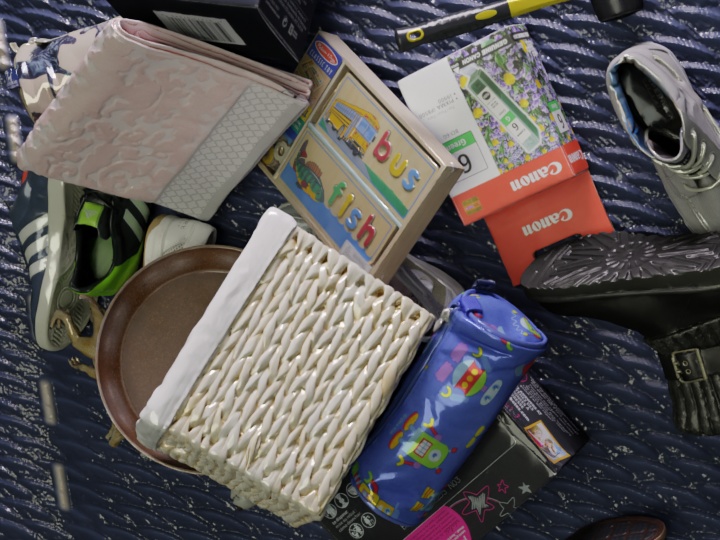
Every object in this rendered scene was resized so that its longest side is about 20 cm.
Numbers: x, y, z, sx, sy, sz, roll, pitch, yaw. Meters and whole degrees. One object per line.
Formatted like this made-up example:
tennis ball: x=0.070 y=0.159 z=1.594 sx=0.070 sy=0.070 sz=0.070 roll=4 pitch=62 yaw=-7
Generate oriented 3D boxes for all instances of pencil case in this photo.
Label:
pencil case: x=0.064 y=0.106 z=1.288 sx=0.087 sy=0.078 sz=0.200 roll=27 pitch=110 yaw=-15
pencil case: x=-0.210 y=-0.190 z=1.438 sx=0.200 sy=0.078 sz=0.090 roll=-20 pitch=106 yaw=9

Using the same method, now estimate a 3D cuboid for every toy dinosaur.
toy dinosaur: x=-0.236 y=0.068 z=1.500 sx=0.101 sy=0.058 sz=0.200 roll=39 pitch=147 yaw=40

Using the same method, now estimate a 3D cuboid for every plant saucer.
plant saucer: x=-0.130 y=0.079 z=1.428 sx=0.200 sy=0.034 sz=0.201 roll=0 pitch=81 yaw=-1

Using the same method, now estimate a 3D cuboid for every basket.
basket: x=-0.064 y=0.083 z=1.310 sx=0.161 sy=0.198 sz=0.200 roll=30 pitch=76 yaw=-2

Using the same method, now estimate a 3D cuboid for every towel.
towel: x=-0.168 y=-0.122 z=1.387 sx=0.200 sy=0.191 sz=0.032 roll=-44 pitch=41 yaw=42

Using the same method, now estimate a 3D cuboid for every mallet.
mallet: x=0.123 y=-0.220 z=1.299 sx=0.200 sy=0.041 sz=0.066 roll=-9 pitch=93 yaw=-2

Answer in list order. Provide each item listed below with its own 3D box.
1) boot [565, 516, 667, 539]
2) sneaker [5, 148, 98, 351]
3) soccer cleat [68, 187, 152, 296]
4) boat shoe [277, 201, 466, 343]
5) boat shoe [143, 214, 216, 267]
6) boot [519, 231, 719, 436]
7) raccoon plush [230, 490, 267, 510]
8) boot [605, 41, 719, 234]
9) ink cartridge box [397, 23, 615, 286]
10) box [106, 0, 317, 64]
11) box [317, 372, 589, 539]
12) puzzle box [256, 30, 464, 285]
boot: x=0.196 y=0.282 z=1.408 sx=0.200 sy=0.075 sz=0.097 roll=-28 pitch=102 yaw=33
sneaker: x=-0.297 y=-0.026 z=1.544 sx=0.084 sy=0.075 sz=0.200 roll=15 pitch=104 yaw=30
soccer cleat: x=-0.224 y=-0.070 z=1.491 sx=0.067 sy=0.081 sz=0.200 roll=15 pitch=104 yaw=19
boat shoe: x=0.000 y=0.002 z=1.422 sx=0.202 sy=0.065 sz=0.075 roll=32 pitch=111 yaw=15
boat shoe: x=-0.162 y=0.051 z=1.499 sx=0.069 sy=0.071 sz=0.200 roll=8 pitch=105 yaw=18
boot: x=0.240 y=0.055 z=1.321 sx=0.211 sy=0.079 sz=0.158 roll=0 pitch=122 yaw=37
raccoon plush: x=-0.073 y=0.124 z=1.471 sx=0.134 sy=0.097 sz=0.200 roll=32 pitch=112 yaw=5
boot: x=0.254 y=-0.086 z=1.280 sx=0.074 sy=0.096 sz=0.200 roll=-34 pitch=87 yaw=25
ink cartridge box: x=0.124 y=-0.092 z=1.358 sx=0.109 sy=0.050 sz=0.200 roll=-24 pitch=91 yaw=25
box: x=-0.105 y=-0.287 z=1.340 sx=0.148 sy=0.104 sz=0.200 roll=10 pitch=75 yaw=21
box: x=0.072 y=0.170 z=1.403 sx=0.200 sy=0.115 sz=0.132 roll=-44 pitch=82 yaw=22
puzzle box: x=-0.008 y=-0.094 z=1.382 sx=0.200 sy=0.025 sz=0.133 roll=49 pitch=116 yaw=35
